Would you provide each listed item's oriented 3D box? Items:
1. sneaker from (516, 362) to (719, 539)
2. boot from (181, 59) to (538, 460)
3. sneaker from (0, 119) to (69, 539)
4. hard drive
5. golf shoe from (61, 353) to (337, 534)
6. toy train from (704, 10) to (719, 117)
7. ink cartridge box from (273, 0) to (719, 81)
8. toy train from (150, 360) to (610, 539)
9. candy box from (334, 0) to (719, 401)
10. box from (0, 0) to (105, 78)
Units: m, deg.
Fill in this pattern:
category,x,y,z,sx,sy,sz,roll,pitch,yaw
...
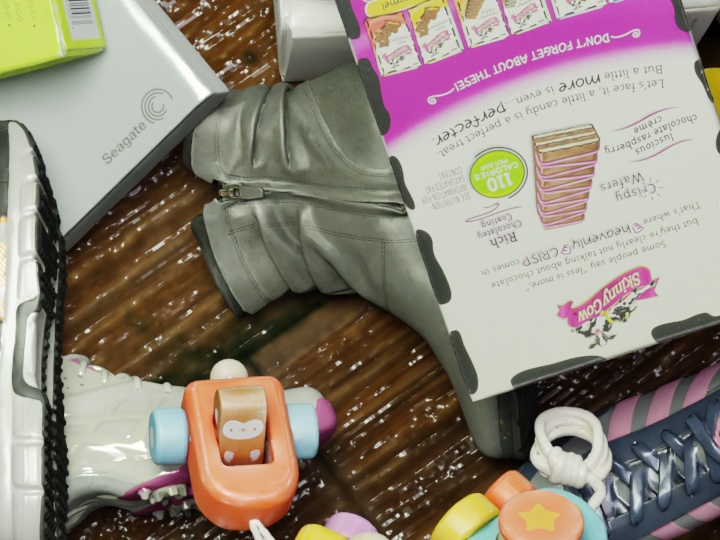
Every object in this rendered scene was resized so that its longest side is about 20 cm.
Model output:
category,x,y,z,sx,sy,sz,roll,pitch,yaw
sneaker,0.147,0.077,1.326,0.200,0.082,0.070,-28,83,-10
boot,0.000,0.000,1.349,0.131,0.068,0.200,-16,94,13
sneaker,-0.166,0.026,1.268,0.080,0.074,0.200,-4,64,5
hard drive,-0.169,-0.111,1.343,0.132,0.027,0.200,-43,81,19
golf shoe,-0.112,0.069,1.315,0.200,0.075,0.092,-13,75,-9
toy train,0.205,-0.045,1.350,0.150,0.056,0.200,28,46,-5
ink cartridge box,0.055,-0.171,1.377,0.200,0.083,0.147,-4,77,-5
toy train,0.017,0.090,1.237,0.200,0.056,0.150,1,53,-10
candy box,0.079,-0.062,1.251,0.136,0.061,0.200,-17,99,7
box,-0.220,-0.132,1.319,0.200,0.048,0.122,-11,92,22
